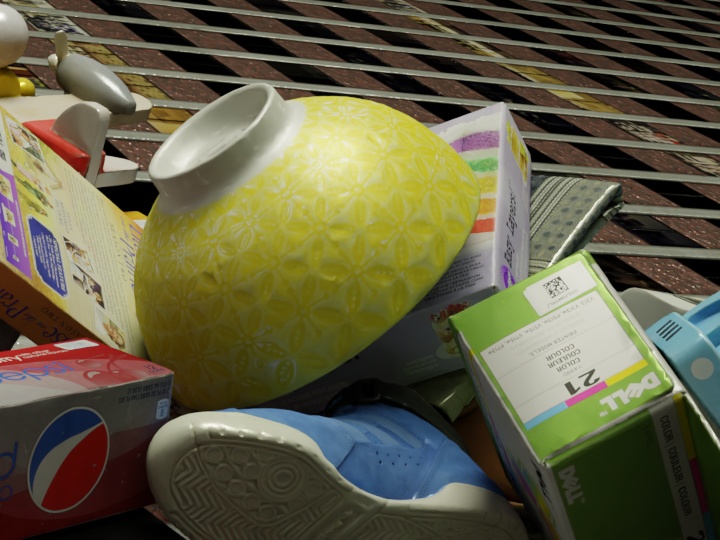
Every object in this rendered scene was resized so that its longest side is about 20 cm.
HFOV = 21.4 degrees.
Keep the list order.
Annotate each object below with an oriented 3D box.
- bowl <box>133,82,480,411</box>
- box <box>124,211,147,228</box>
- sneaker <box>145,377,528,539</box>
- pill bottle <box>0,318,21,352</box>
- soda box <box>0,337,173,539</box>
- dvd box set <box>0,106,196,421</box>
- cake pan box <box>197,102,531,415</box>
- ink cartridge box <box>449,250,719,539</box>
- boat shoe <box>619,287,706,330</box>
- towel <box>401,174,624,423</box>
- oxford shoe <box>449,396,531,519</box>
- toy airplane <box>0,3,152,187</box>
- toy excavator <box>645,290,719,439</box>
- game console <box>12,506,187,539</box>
[{"bbox_3d":[-0.048,-0.033,0.998,0.200,0.108,0.200,-30,23,14],"label":"bowl"},{"bbox_3d":[-0.136,0.014,1.226,0.119,0.042,0.200,-4,25,-42],"label":"box"},{"bbox_3d":[-0.020,0.097,0.943,0.200,0.077,0.111,15,20,-23],"label":"sneaker"},{"bbox_3d":[-0.239,0.019,1.012,0.109,0.110,0.200,13,17,2],"label":"pill bottle"},{"bbox_3d":[-0.174,0.080,0.835,0.063,0.070,0.200,18,16,35],"label":"soda box"},{"bbox_3d":[-0.168,-0.013,1.029,0.200,0.029,0.146,44,20,-46],"label":"dvd box set"},{"bbox_3d":[0.000,0.000,1.088,0.200,0.052,0.184,-18,31,21],"label":"cake pan box"},{"bbox_3d":[0.129,0.112,0.883,0.076,0.148,0.200,-27,48,-3],"label":"ink cartridge box"},{"bbox_3d":[0.252,0.056,1.298,0.064,0.071,0.200,1,18,-29],"label":"boat shoe"},{"bbox_3d":[0.036,0.013,1.118,0.192,0.035,0.200,7,47,45],"label":"towel"},{"bbox_3d":[0.058,0.081,1.086,0.071,0.071,0.200,0,22,-38],"label":"oxford shoe"},{"bbox_3d":[-0.246,-0.114,1.322,0.199,0.141,0.200,0,8,-5],"label":"toy airplane"},{"bbox_3d":[0.224,0.042,1.028,0.100,0.200,0.194,51,3,-3],"label":"toy excavator"},{"bbox_3d":[-0.181,0.127,0.855,0.200,0.031,0.177,-1,16,-38],"label":"game console"}]
